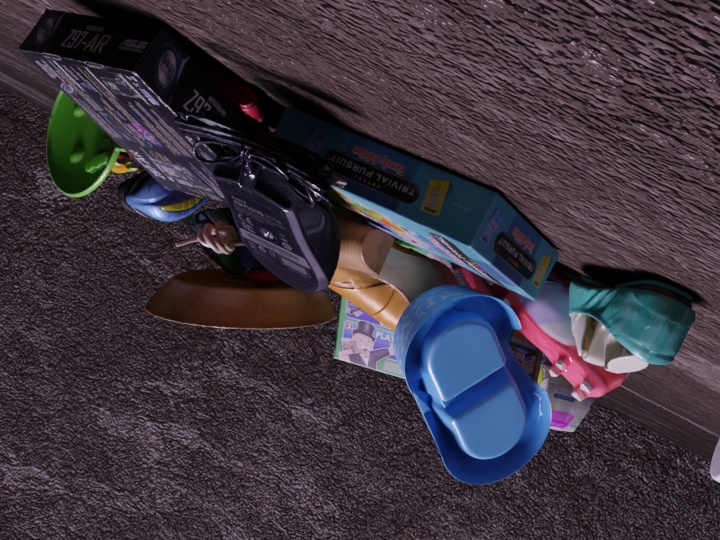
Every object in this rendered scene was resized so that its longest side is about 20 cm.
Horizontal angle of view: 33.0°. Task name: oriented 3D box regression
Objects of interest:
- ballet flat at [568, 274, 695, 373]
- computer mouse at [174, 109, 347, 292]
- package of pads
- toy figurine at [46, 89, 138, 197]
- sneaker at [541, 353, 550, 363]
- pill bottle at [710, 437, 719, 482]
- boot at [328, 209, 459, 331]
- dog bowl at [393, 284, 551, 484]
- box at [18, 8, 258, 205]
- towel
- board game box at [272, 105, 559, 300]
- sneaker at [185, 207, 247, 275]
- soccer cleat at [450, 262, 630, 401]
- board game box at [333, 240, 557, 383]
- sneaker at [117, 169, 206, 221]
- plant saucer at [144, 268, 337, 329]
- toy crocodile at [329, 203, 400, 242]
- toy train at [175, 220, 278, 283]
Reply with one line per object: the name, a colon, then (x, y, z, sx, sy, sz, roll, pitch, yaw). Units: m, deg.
ballet flat: (0.197, 0.042, 0.945, 0.067, 0.071, 0.200, 25, 178, -6)
computer mouse: (-0.056, -0.054, 0.936, 0.138, 0.053, 0.200, 27, 157, 22)
package of pads: (0.135, 0.091, 1.284, 0.200, 0.068, 0.154, 35, -172, 32)
toy figurine: (-0.210, -0.141, 1.322, 0.184, 0.151, 0.200, 12, 164, -43)
sneaker: (0.156, 0.049, 1.169, 0.079, 0.079, 0.200, -18, -148, -41)
pill bottle: (0.406, 0.180, 1.018, 0.200, 0.114, 0.113, 27, 177, 5)
boot: (-0.001, 0.000, 1.094, 0.144, 0.071, 0.201, 16, 161, 42)
dog bowl: (0.095, 0.096, 1.064, 0.050, 0.111, 0.200, 46, 165, 56)
box: (-0.162, -0.127, 1.000, 0.160, 0.044, 0.200, 17, 160, 42)
towel: (-0.126, -0.125, 1.062, 0.144, 0.023, 0.200, 27, 164, 19)
board game box: (0.041, -0.052, 0.964, 0.200, 0.047, 0.151, 26, 177, 31)
sneaker: (-0.111, -0.052, 1.287, 0.078, 0.085, 0.200, 51, -157, 11)
soccer cleat: (0.159, 0.025, 1.065, 0.200, 0.076, 0.067, 47, 161, 10)
board game box: (0.077, 0.044, 1.150, 0.200, 0.135, 0.029, 15, -161, 20)
sneaker: (-0.169, -0.099, 1.239, 0.083, 0.071, 0.200, 7, -160, 32)
plant saucer: (-0.123, 0.025, 1.260, 0.200, 0.036, 0.200, 3, -172, 0)
toy crocodile: (-0.029, -0.075, 1.150, 0.200, 0.062, 0.067, 24, -145, 33)
toy train: (-0.068, -0.027, 1.190, 0.116, 0.085, 0.200, 4, -171, 39)
